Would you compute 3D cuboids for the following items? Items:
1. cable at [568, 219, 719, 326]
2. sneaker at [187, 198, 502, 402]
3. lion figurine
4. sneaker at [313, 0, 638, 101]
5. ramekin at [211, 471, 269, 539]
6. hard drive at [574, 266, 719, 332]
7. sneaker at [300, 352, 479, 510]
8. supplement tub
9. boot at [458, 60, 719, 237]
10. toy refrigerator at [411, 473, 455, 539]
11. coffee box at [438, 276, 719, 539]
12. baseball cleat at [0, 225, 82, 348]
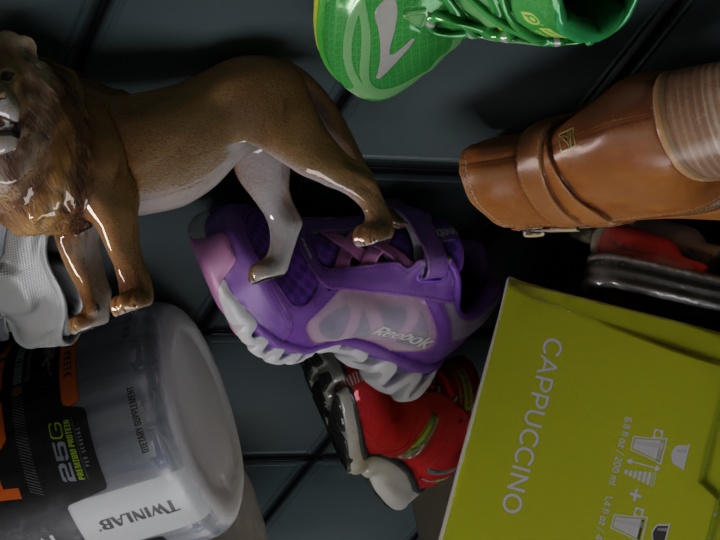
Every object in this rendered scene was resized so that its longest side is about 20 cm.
[{"bbox_3d":[0.184,0.002,0.969,0.199,0.051,0.097,7,177,43],"label":"cable"},{"bbox_3d":[0.000,0.000,0.985,0.088,0.081,0.200,-33,152,24],"label":"sneaker"},{"bbox_3d":[-0.077,-0.050,0.846,0.199,0.124,0.072,-14,176,-32],"label":"lion figurine"},{"bbox_3d":[0.053,-0.115,0.764,0.074,0.084,0.200,12,145,-40],"label":"sneaker"},{"bbox_3d":[-0.146,0.174,1.224,0.198,0.106,0.201,-10,153,-5],"label":"ramekin"},{"bbox_3d":[0.227,0.036,1.080,0.199,0.038,0.139,7,170,43],"label":"hard drive"},{"bbox_3d":[0.023,0.069,1.141,0.084,0.078,0.200,-27,158,6],"label":"sneaker"},{"bbox_3d":[-0.169,0.099,1.048,0.198,0.124,0.123,-17,153,10],"label":"supplement tub"},{"bbox_3d":[0.147,-0.046,0.967,0.153,0.074,0.200,-14,158,25],"label":"boot"},{"bbox_3d":[0.093,0.200,1.261,0.075,0.202,0.070,13,144,-39],"label":"toy refrigerator"},{"bbox_3d":[0.142,0.134,1.039,0.198,0.202,0.198,15,173,7],"label":"coffee box"},{"bbox_3d":[-0.181,0.020,0.923,0.106,0.070,0.200,28,143,-8],"label":"baseball cleat"}]
